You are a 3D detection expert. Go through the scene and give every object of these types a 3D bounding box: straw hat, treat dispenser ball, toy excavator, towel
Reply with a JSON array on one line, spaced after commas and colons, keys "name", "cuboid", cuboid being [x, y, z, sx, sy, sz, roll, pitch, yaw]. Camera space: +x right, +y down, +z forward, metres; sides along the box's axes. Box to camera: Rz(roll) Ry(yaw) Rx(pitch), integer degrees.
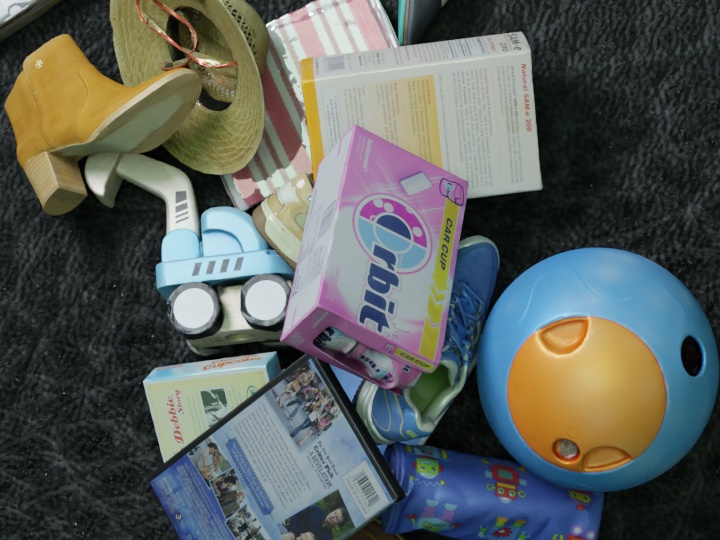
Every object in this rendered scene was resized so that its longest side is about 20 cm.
[{"name": "straw hat", "cuboid": [-0.125, -0.192, 1.559, 0.085, 0.201, 0.201, -34, 81, -39]}, {"name": "treat dispenser ball", "cuboid": [0.195, 0.082, 1.479, 0.199, 0.201, 0.203, 0, 86, 5]}, {"name": "toy excavator", "cuboid": [-0.145, -0.026, 1.586, 0.193, 0.100, 0.202, -6, 72, 6]}, {"name": "towel", "cuboid": [-0.052, -0.156, 1.611, 0.199, 0.030, 0.147, -24, 85, 5]}]

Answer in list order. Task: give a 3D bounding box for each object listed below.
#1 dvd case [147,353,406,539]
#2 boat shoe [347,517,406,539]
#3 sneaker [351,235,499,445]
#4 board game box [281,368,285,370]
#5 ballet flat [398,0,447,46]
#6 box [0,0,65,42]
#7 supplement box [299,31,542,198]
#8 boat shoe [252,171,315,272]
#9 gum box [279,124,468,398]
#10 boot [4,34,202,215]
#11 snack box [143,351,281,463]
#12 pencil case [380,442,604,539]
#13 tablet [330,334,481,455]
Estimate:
[{"name": "dvd case", "cuboid": [-0.073, 0.178, 1.471, 0.200, 0.018, 0.143, -38, 73, 22]}, {"name": "boat shoe", "cuboid": [0.036, 0.290, 1.522, 0.072, 0.068, 0.201, -34, 101, 3]}, {"name": "sneaker", "cuboid": [0.072, 0.061, 1.494, 0.076, 0.077, 0.201, 36, 71, -29]}, {"name": "board game box", "cuboid": [-0.077, 0.185, 1.579, 0.199, 0.039, 0.159, -33, 84, 2]}, {"name": "ballet flat", "cuboid": [0.064, -0.297, 1.588, 0.072, 0.073, 0.202, -2, 82, 5]}, {"name": "box", "cuboid": [-0.347, -0.296, 1.637, 0.199, 0.048, 0.159, -32, 83, 2]}, {"name": "supplement box", "cuboid": [0.052, -0.127, 1.545, 0.198, 0.074, 0.127, -6, 111, 0]}, {"name": "boat shoe", "cuboid": [0.000, 0.000, 1.521, 0.076, 0.072, 0.200, -42, 108, 10]}, {"name": "gum box", "cuboid": [0.013, -0.005, 1.440, 0.113, 0.066, 0.201, 26, 51, -18]}, {"name": "boot", "cuboid": [-0.235, -0.158, 1.570, 0.201, 0.071, 0.145, -37, 58, 23]}, {"name": "snack box", "cuboid": [-0.107, 0.175, 1.535, 0.115, 0.037, 0.202, -8, 105, 18]}, {"name": "pencil case", "cuboid": [0.109, 0.200, 1.521, 0.198, 0.087, 0.078, 12, 47, -12]}, {"name": "tablet", "cuboid": [0.008, 0.107, 1.569, 0.130, 0.014, 0.201, 33, 75, 5]}]
